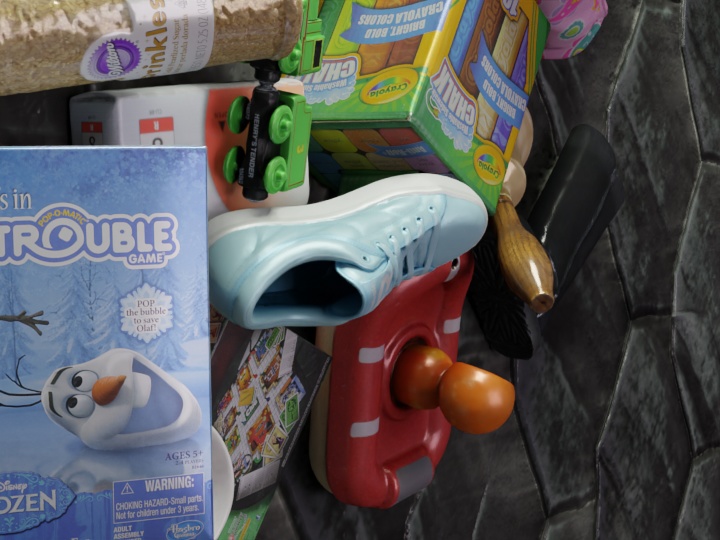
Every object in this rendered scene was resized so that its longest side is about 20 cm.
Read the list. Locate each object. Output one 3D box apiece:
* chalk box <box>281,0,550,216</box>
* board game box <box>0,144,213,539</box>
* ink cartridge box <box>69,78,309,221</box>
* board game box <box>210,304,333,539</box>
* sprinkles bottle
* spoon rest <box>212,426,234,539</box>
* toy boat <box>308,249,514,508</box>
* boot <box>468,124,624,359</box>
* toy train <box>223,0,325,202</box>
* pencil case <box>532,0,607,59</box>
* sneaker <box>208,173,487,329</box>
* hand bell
[{"bbox_3d":[0.028,-0.114,0.894,0.124,0.124,0.201,43,59,-47],"label":"chalk box"},{"bbox_3d":[-0.171,0.041,0.630,0.199,0.043,0.200,-3,95,-22],"label":"board game box"},{"bbox_3d":[-0.094,-0.011,0.803,0.162,0.050,0.201,-15,102,-51],"label":"ink cartridge box"},{"bbox_3d":[-0.091,0.125,0.816,0.105,0.023,0.201,38,72,-49],"label":"board game box"},{"bbox_3d":[-0.130,-0.126,0.662,0.199,0.068,0.069,-13,105,-25],"label":"sprinkles bottle"},{"bbox_3d":[-0.137,0.089,0.714,0.099,0.061,0.200,-47,119,-23],"label":"spoon rest"},{"bbox_3d":[0.046,0.072,0.912,0.130,0.130,0.201,-17,116,-51],"label":"toy boat"},{"bbox_3d":[0.159,-0.050,1.113,0.200,0.065,0.165,-53,149,-30],"label":"boot"},{"bbox_3d":[-0.043,-0.137,0.759,0.056,0.042,0.201,-26,128,-59],"label":"toy train"},{"bbox_3d":[0.137,-0.227,0.924,0.200,0.087,0.088,79,28,-68],"label":"pencil case"},{"bbox_3d":[0.000,0.000,0.792,0.199,0.082,0.074,-14,133,-25],"label":"sneaker"},{"bbox_3d":[0.099,-0.039,0.925,0.104,0.104,0.200,60,7,-37],"label":"hand bell"}]
